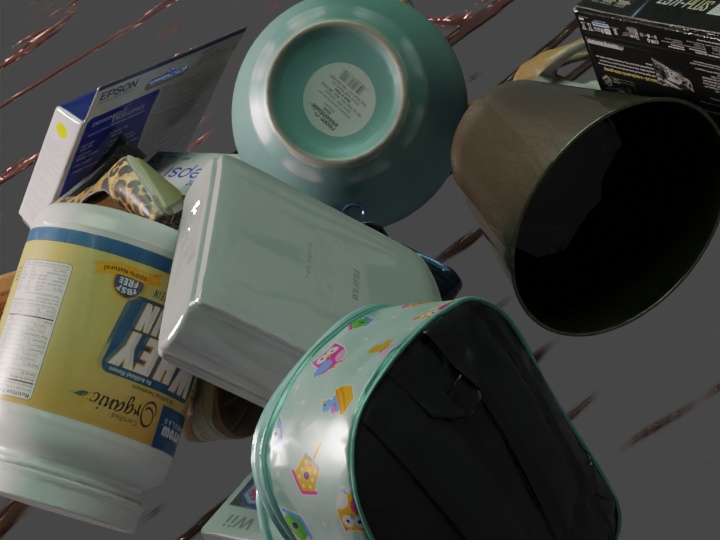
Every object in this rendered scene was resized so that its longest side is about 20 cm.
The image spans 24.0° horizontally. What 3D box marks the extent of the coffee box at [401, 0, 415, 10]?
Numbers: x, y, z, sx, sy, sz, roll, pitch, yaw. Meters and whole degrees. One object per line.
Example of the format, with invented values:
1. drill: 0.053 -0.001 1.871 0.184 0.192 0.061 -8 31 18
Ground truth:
1. coffee box: 0.024 -0.198 1.576 0.079 0.115 0.201 -21 28 7

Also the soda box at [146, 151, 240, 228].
1. soda box: -0.125 -0.059 1.504 0.199 0.069 0.063 7 43 45

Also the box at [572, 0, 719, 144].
1. box: 0.263 -0.126 1.201 0.086 0.165 0.200 -34 28 -18

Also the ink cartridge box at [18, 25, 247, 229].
1. ink cartridge box: -0.214 -0.141 1.577 0.047 0.201 0.197 43 43 15

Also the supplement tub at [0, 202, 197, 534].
1. supplement tub: -0.185 0.068 1.176 0.144 0.144 0.202 4 74 43

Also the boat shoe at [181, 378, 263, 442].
1. boat shoe: -0.098 0.031 1.265 0.065 0.072 0.202 -14 60 42

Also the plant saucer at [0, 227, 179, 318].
1. plant saucer: -0.244 0.007 1.449 0.198 0.038 0.200 -16 2 1

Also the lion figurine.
1. lion figurine: 0.140 -0.146 1.458 0.122 0.073 0.199 -6 18 46

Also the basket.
1. basket: 0.150 -0.065 1.224 0.181 0.136 0.200 -49 24 3

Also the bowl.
1. bowl: -0.014 -0.136 1.355 0.199 0.203 0.105 -23 -6 4

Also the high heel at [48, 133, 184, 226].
1. high heel: -0.223 -0.033 1.458 0.143 0.071 0.200 -49 26 2

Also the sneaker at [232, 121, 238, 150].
1. sneaker: -0.050 -0.173 1.651 0.076 0.079 0.201 7 42 25

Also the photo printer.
1. photo printer: -0.029 0.028 1.112 0.070 0.199 0.167 -50 22 34

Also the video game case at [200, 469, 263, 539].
1. video game case: 0.001 0.122 1.140 0.142 0.018 0.200 3 38 41

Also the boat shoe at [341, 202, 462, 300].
1. boat shoe: 0.000 0.000 1.311 0.068 0.085 0.199 -31 44 -28

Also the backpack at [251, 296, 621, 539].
1. backpack: 0.032 0.117 0.926 0.152 0.201 0.176 6 41 45
